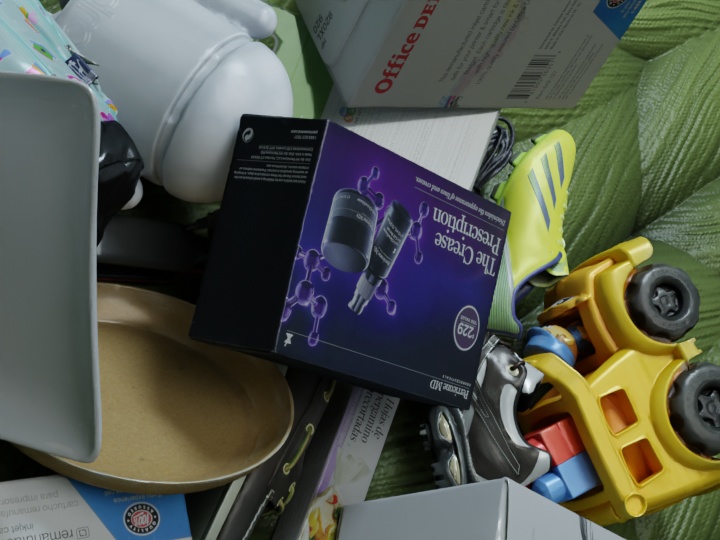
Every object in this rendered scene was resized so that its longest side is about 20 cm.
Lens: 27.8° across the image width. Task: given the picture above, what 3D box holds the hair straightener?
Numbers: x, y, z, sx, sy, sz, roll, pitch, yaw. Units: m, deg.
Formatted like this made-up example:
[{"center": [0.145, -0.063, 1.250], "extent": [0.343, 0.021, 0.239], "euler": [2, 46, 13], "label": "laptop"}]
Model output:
[{"center": [-0.096, -0.012, 0.962], "extent": [0.200, 0.077, 0.041], "euler": [10, 65, -33], "label": "hair straightener"}]

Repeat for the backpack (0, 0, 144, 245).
[{"center": [-0.228, -0.087, 0.852], "extent": [0.200, 0.167, 0.127], "euler": [51, 30, 12], "label": "backpack"}]

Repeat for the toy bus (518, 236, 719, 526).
[{"center": [0.169, 0.100, 1.094], "extent": [0.192, 0.136, 0.200], "euler": [-21, 82, -24], "label": "toy bus"}]

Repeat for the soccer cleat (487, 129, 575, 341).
[{"center": [0.131, -0.026, 1.128], "extent": [0.084, 0.065, 0.200], "euler": [23, 58, 15], "label": "soccer cleat"}]

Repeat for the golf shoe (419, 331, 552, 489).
[{"center": [0.080, 0.064, 1.039], "extent": [0.078, 0.094, 0.200], "euler": [35, 41, -79], "label": "golf shoe"}]

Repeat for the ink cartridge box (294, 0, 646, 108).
[{"center": [0.074, -0.211, 0.999], "extent": [0.200, 0.147, 0.145], "euler": [-3, 53, -33], "label": "ink cartridge box"}]

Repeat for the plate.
[{"center": [-0.213, -0.014, 0.767], "extent": [0.032, 0.200, 0.200], "euler": [-32, 128, -59], "label": "plate"}]

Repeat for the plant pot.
[{"center": [-0.139, 0.072, 0.868], "extent": [0.200, 0.028, 0.200], "euler": [14, 28, -8], "label": "plant pot"}]

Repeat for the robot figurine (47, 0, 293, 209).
[{"center": [-0.127, -0.118, 0.935], "extent": [0.200, 0.113, 0.170], "euler": [32, 76, 10], "label": "robot figurine"}]

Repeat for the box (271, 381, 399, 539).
[{"center": [-0.021, 0.147, 0.977], "extent": [0.039, 0.041, 0.200], "euler": [36, 53, -21], "label": "box"}]

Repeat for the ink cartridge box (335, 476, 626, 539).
[{"center": [0.097, 0.211, 0.944], "extent": [0.200, 0.146, 0.085], "euler": [32, 54, -38], "label": "ink cartridge box"}]

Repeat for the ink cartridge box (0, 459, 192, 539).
[{"center": [-0.163, 0.218, 0.815], "extent": [0.144, 0.084, 0.200], "euler": [-3, 74, -36], "label": "ink cartridge box"}]

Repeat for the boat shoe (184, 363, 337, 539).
[{"center": [-0.063, 0.120, 0.936], "extent": [0.061, 0.072, 0.201], "euler": [36, 53, -21], "label": "boat shoe"}]

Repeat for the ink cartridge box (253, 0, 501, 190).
[{"center": [-0.010, -0.106, 1.042], "extent": [0.200, 0.059, 0.104], "euler": [22, 83, -11], "label": "ink cartridge box"}]

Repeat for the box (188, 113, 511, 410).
[{"center": [0.000, 0.000, 0.916], "extent": [0.200, 0.079, 0.141], "euler": [20, 82, -49], "label": "box"}]

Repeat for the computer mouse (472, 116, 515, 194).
[{"center": [0.017, -0.110, 1.113], "extent": [0.200, 0.046, 0.141], "euler": [39, 64, -19], "label": "computer mouse"}]
